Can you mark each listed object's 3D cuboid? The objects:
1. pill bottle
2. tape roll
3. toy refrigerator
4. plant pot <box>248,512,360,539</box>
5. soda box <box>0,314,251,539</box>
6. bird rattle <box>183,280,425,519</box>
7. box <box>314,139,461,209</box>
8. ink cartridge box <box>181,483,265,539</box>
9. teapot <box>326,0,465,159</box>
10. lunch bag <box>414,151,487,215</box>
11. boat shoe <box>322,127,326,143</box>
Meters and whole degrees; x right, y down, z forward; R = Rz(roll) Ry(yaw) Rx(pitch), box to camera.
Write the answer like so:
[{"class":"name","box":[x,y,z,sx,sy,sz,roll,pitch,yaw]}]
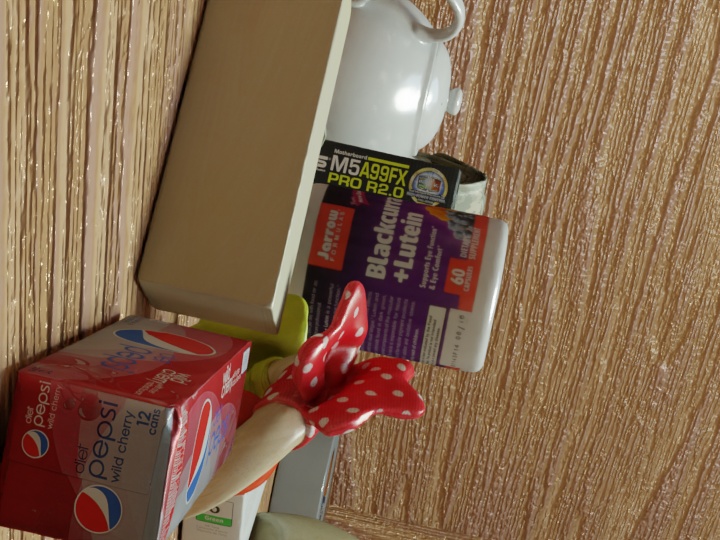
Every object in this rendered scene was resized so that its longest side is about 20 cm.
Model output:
[{"class":"pill bottle","box":[0.000,0.000,1.073,0.111,0.197,0.113,11,90,-87]},{"class":"tape roll","box":[-0.076,0.284,2.014,0.200,0.065,0.203,12,90,-87]},{"class":"toy refrigerator","box":[-0.061,-0.073,0.836,0.070,0.075,0.202,90,11,-75]},{"class":"plant pot","box":[-0.071,0.278,1.230,0.135,0.198,0.201,56,31,-32]},{"class":"soda box","box":[-0.099,0.067,0.669,0.200,0.069,0.064,-52,154,-84]},{"class":"bird rattle","box":[-0.053,0.090,0.883,0.163,0.113,0.200,-42,-160,-13]},{"class":"box","box":[0.001,-0.058,1.278,0.200,0.158,0.045,84,20,-78]},{"class":"ink cartridge box","box":[-0.099,0.132,1.142,0.110,0.050,0.202,-75,174,-50]},{"class":"teapot","box":[0.027,-0.180,1.441,0.200,0.144,0.200,-27,128,-85]},{"class":"lunch bag","box":[0.044,-0.052,1.734,0.118,0.197,0.166,-70,171,-67]},{"class":"boat shoe","box":[-0.057,-0.081,0.989,0.071,0.063,0.202,92,9,-72]}]
